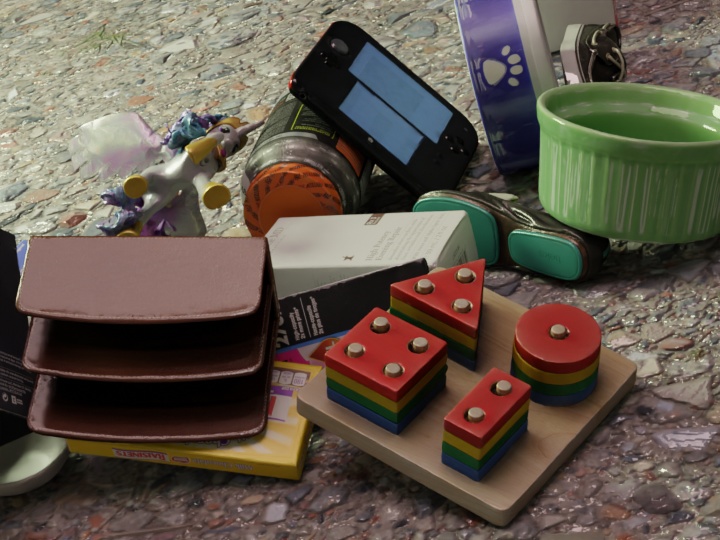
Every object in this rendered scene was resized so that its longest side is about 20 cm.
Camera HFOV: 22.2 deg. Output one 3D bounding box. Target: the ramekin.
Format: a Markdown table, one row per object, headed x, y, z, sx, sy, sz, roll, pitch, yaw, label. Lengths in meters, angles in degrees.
| x | y | z | sx | sy | sz | roll | pitch | yaw | label |
| --- | --- | --- | --- | --- | --- | --- | --- | --- | --- |
| 0.253 | -0.097 | 1.660 | 0.199 | 0.098 | 0.200 | 4 | 21 | -1 | ramekin |

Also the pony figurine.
| x | y | z | sx | sy | sz | roll | pitch | yaw | label |
| --- | --- | --- | --- | --- | --- | --- | --- | --- | --- |
| -0.190 | -0.084 | 1.790 | 0.192 | 0.167 | 0.200 | -26 | 14 | 15 | pony figurine |

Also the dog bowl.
| x | y | z | sx | sy | sz | roll | pitch | yaw | label |
| --- | --- | --- | --- | --- | --- | --- | --- | --- | --- |
| 0.154 | -0.200 | 1.842 | 0.078 | 0.201 | 0.200 | -14 | 27 | 8 | dog bowl |

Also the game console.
| x | y | z | sx | sy | sz | roll | pitch | yaw | label |
| --- | --- | --- | --- | --- | --- | --- | --- | --- | --- |
| 0.028 | -0.162 | 1.867 | 0.031 | 0.200 | 0.177 | -48 | 7 | 29 | game console |

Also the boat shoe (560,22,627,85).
| x | y | z | sx | sy | sz | roll | pitch | yaw | label |
| --- | --- | --- | --- | --- | --- | --- | --- | --- | --- |
| 0.252 | -0.224 | 1.976 | 0.063 | 0.071 | 0.200 | -9 | 26 | 14 | boat shoe |

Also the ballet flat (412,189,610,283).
| x | y | z | sx | sy | sz | roll | pitch | yaw | label |
| --- | --- | --- | --- | --- | --- | --- | --- | --- | --- |
| 0.144 | -0.034 | 1.696 | 0.199 | 0.068 | 0.068 | 21 | 33 | 34 | ballet flat |

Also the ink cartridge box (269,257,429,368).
| x | y | z | sx | sy | sz | roll | pitch | yaw | label |
| --- | --- | --- | --- | --- | --- | --- | --- | --- | --- |
| -0.026 | 0.062 | 1.571 | 0.199 | 0.095 | 0.037 | -17 | -16 | 1 | ink cartridge box |

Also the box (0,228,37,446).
| x | y | z | sx | sy | sz | roll | pitch | yaw | label |
| --- | --- | --- | --- | --- | --- | --- | --- | --- | --- |
| -0.386 | 0.073 | 1.558 | 0.199 | 0.104 | 0.183 | -25 | 64 | 21 | box |

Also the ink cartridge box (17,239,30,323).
| x | y | z | sx | sy | sz | roll | pitch | yaw | label |
| --- | --- | --- | --- | --- | --- | --- | --- | --- | --- |
| -0.249 | 0.053 | 1.623 | 0.199 | 0.042 | 0.120 | 23 | 55 | 19 | ink cartridge box |

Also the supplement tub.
| x | y | z | sx | sy | sz | roll | pitch | yaw | label |
| --- | --- | --- | --- | --- | --- | --- | --- | --- | --- |
| -0.051 | -0.102 | 1.849 | 0.122 | 0.123 | 0.200 | -7 | 28 | 15 | supplement tub |

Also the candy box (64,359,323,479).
| x | y | z | sx | sy | sz | roll | pitch | yaw | label |
| --- | --- | --- | --- | --- | --- | --- | --- | --- | --- |
| -0.136 | 0.115 | 1.521 | 0.199 | 0.026 | 0.103 | 5 | 54 | 11 | candy box |

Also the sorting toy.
| x | y | z | sx | sy | sz | roll | pitch | yaw | label |
| --- | --- | --- | --- | --- | --- | --- | --- | --- | --- |
| 0.086 | 0.074 | 1.441 | 0.199 | 0.070 | 0.199 | 26 | 47 | 27 | sorting toy |

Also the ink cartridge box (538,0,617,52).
| x | y | z | sx | sy | sz | roll | pitch | yaw | label |
| --- | --- | --- | --- | --- | --- | --- | --- | --- | --- |
| 0.203 | -0.329 | 2.182 | 0.145 | 0.085 | 0.200 | -18 | 29 | -4 | ink cartridge box |

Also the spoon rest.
| x | y | z | sx | sy | sz | roll | pitch | yaw | label |
| --- | --- | --- | --- | --- | --- | --- | --- | --- | --- |
| -0.294 | 0.130 | 1.613 | 0.099 | 0.061 | 0.200 | -13 | 27 | 6 | spoon rest |

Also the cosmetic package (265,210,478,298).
| x | y | z | sx | sy | sz | roll | pitch | yaw | label |
| --- | --- | --- | --- | --- | --- | --- | --- | --- | --- |
| 0.000 | 0.000 | 1.690 | 0.199 | 0.074 | 0.102 | -1 | 30 | 24 | cosmetic package |

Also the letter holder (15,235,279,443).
| x | y | z | sx | sy | sz | roll | pitch | yaw | label |
| --- | --- | --- | --- | --- | --- | --- | --- | --- | --- |
| -0.174 | 0.057 | 1.491 | 0.199 | 0.101 | 0.143 | 0 | 50 | 5 | letter holder |
